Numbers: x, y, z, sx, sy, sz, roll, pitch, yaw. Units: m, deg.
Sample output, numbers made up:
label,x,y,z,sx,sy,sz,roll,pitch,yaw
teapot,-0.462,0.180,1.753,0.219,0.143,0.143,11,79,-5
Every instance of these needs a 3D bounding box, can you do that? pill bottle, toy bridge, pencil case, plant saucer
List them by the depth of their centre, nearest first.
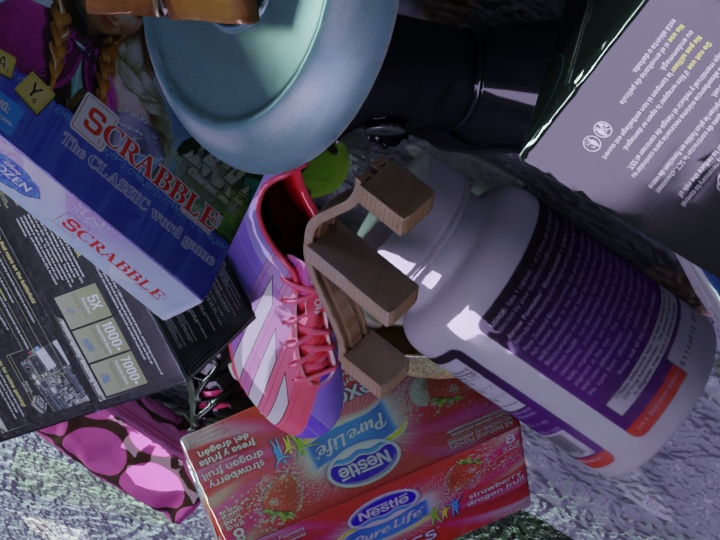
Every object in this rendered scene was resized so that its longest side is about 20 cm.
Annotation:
label,x,y,z,sx,sy,sz,roll,pitch,yaw
plant saucer,-0.052,-0.147,1.170,0.027,0.201,0.200,2,167,-38
toy bridge,0.000,0.000,1.307,0.067,0.027,0.200,39,154,18
pill bottle,0.095,0.021,1.380,0.200,0.112,0.111,35,148,-13
pencil case,-0.188,0.103,1.745,0.200,0.091,0.094,33,142,-15

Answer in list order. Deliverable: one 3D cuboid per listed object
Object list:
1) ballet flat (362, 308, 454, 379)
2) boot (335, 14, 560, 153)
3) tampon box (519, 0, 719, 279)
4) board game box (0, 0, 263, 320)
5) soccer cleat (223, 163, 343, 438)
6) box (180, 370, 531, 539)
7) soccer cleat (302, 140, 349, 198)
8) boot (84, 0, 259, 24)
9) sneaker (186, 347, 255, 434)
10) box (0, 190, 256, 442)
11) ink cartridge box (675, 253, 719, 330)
label,x,y,z,sx,sy,sz,roll,pitch,yaw
ballet flat,0.015,0.026,1.453,0.199,0.071,0.071,3,144,12
boot,0.050,-0.095,1.199,0.168,0.077,0.200,4,176,-44
tampon box,0.197,-0.081,1.081,0.200,0.150,0.126,30,128,-9
board game box,-0.128,-0.112,1.258,0.200,0.200,0.041,40,142,-23
soccer cleat,-0.041,0.015,1.375,0.076,0.067,0.200,10,127,42
box,-0.001,0.128,1.525,0.100,0.200,0.096,78,167,-53
soccer cleat,-0.099,-0.100,1.405,0.200,0.084,0.065,19,111,-14
boot,-0.078,-0.209,1.106,0.188,0.068,0.200,2,109,35
sneaker,-0.079,0.074,1.560,0.077,0.084,0.200,-1,142,37
box,-0.181,-0.022,1.340,0.164,0.086,0.200,-19,104,34
ink cartridge box,0.227,0.034,1.205,0.076,0.200,0.136,-30,143,5
